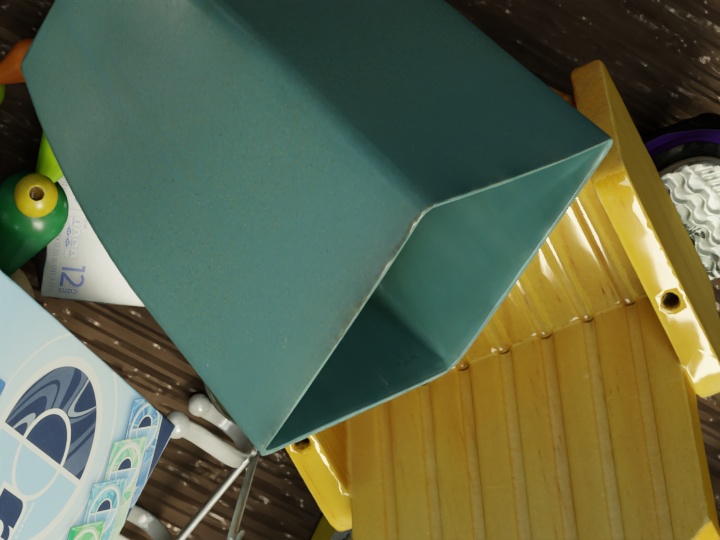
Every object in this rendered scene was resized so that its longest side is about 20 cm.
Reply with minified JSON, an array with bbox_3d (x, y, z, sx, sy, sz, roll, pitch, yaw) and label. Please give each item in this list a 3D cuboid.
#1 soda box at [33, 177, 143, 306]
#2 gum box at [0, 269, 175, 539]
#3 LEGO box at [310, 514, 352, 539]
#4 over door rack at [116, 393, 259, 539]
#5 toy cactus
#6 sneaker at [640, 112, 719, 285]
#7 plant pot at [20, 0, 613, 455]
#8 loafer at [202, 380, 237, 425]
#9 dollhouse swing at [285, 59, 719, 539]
[{"bbox_3d":[-0.108,-0.087,1.331,0.063,0.068,0.201,6,108,-12],"label":"soda box"},{"bbox_3d":[-0.169,0.102,1.239,0.044,0.200,0.170,22,76,25],"label":"gum box"},{"bbox_3d":[0.004,0.205,1.412,0.077,0.149,0.200,22,105,-17],"label":"LEGO box"},{"bbox_3d":[-0.105,0.147,1.344,0.067,0.200,0.148,35,100,-17],"label":"over door rack"},{"bbox_3d":[-0.184,-0.016,1.296,0.200,0.102,0.165,-18,101,23],"label":"toy cactus"},{"bbox_3d":[0.112,-0.009,1.390,0.200,0.100,0.070,-32,113,26],"label":"sneaker"},{"bbox_3d":[-0.034,-0.057,1.189,0.200,0.141,0.141,45,124,18],"label":"plant pot"},{"bbox_3d":[0.000,0.000,1.380,0.075,0.070,0.200,38,99,-20],"label":"loafer"},{"bbox_3d":[0.046,0.047,1.266,0.200,0.176,0.182,-21,115,17],"label":"dollhouse swing"}]
